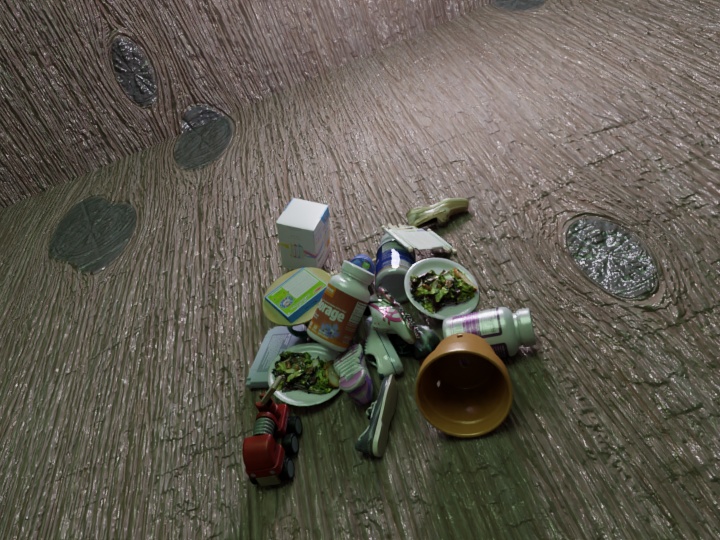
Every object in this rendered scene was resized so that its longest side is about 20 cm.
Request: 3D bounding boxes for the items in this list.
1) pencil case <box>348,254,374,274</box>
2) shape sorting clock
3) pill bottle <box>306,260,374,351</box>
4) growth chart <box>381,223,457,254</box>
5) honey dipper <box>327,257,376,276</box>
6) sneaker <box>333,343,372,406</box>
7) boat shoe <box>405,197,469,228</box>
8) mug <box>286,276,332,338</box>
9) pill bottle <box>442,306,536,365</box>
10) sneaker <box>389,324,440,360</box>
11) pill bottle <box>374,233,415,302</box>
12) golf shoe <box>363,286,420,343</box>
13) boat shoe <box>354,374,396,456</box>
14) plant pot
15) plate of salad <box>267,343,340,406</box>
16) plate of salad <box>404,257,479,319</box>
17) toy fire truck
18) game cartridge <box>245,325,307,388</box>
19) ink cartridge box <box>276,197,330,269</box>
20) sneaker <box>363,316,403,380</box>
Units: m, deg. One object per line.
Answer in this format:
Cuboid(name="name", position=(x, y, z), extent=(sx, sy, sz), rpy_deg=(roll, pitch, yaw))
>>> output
Cuboid(name="pencil case", position=(0.000, 0.000, 1.783), extent=(0.087, 0.078, 0.200), rpy_deg=(-52, 0, 4))
Cuboid(name="shape sorting clock", position=(-0.161, 0.068, 1.691), extent=(0.196, 0.040, 0.202), rpy_deg=(-13, 40, 11))
Cuboid(name="pill bottle", position=(-0.044, 0.085, 1.583), extent=(0.112, 0.111, 0.203), rpy_deg=(27, 93, 48))
Cuboid(name="growth chart", position=(0.163, -0.090, 1.815), extent=(0.197, 0.018, 0.145), rpy_deg=(0, 34, -39))
Cuboid(name="honey dipper", position=(-0.020, -0.005, 1.912), extent=(0.197, 0.038, 0.038), rpy_deg=(-22, 35, -2))
Cuboid(name="sneaker", position=(-0.009, 0.251, 1.537), extent=(0.080, 0.089, 0.201), rpy_deg=(-32, 20, 7))
Cuboid(name="boat shoe", position=(0.238, -0.166, 1.959), extent=(0.196, 0.071, 0.066), rpy_deg=(-15, 70, -2))
Cuboid(name="mug", position=(-0.096, 0.112, 1.733), extent=(0.182, 0.116, 0.153), rpy_deg=(-13, 37, 15))
Cuboid(name="pill bottle", position=(0.293, 0.146, 1.471), extent=(0.196, 0.114, 0.113), rpy_deg=(-12, 36, 14))
Cuboid(name="sneaker", position=(0.103, 0.157, 1.598), extent=(0.079, 0.076, 0.198), rpy_deg=(-42, 39, -22))
Cuboid(name="pill bottle", position=(0.098, -0.015, 1.789), extent=(0.114, 0.117, 0.202), rpy_deg=(-13, 35, 13))
Cuboid(name="golf shoe", position=(0.074, 0.124, 1.558), extent=(0.092, 0.073, 0.200), rpy_deg=(-44, 38, 1))
Cuboid(name="boat shoe", position=(0.035, 0.314, 1.434), extent=(0.062, 0.073, 0.202), rpy_deg=(-2, 45, 22))
Cuboid(name="plant pot", position=(0.218, 0.225, 1.361), extent=(0.196, 0.204, 0.140), rpy_deg=(-12, 18, 15))
Cuboid(name="plate of salad", position=(-0.132, 0.246, 1.594), extent=(0.196, 0.049, 0.202), rpy_deg=(-2, 41, 2))
Cuboid(name="plate of salad", position=(0.210, 0.039, 1.657), extent=(0.196, 0.048, 0.203), rpy_deg=(5, 51, -6))
Cuboid(name="toy fire truck", position=(-0.199, 0.341, 1.417), extent=(0.126, 0.202, 0.178), rpy_deg=(-12, 36, 15))
Cuboid(name="game cartridge", position=(-0.214, 0.228, 1.719), extent=(0.131, 0.041, 0.202), rpy_deg=(-9, 38, 25))
Cuboid(name="ink cartridge box", position=(-0.169, -0.094, 1.989), extent=(0.123, 0.202, 0.129), rpy_deg=(12, 44, 15))
Cuboid(name="sneaker", position=(0.039, 0.187, 1.594), extent=(0.070, 0.074, 0.201), rpy_deg=(-23, 35, -7))
